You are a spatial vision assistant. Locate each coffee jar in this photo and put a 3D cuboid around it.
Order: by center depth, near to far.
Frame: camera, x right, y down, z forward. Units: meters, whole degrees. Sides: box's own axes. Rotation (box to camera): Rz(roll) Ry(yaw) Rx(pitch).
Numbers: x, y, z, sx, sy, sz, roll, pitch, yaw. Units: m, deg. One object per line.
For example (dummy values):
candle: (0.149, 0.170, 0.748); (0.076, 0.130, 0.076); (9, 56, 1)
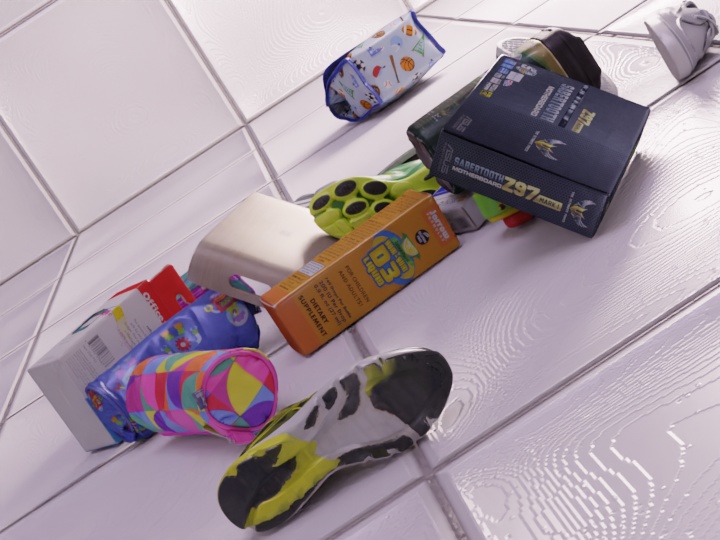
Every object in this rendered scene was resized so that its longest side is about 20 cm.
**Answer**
coffee jar: (0.149, -0.167, 1.385); (0.199, 0.086, 0.104); (-36, 12, 1)

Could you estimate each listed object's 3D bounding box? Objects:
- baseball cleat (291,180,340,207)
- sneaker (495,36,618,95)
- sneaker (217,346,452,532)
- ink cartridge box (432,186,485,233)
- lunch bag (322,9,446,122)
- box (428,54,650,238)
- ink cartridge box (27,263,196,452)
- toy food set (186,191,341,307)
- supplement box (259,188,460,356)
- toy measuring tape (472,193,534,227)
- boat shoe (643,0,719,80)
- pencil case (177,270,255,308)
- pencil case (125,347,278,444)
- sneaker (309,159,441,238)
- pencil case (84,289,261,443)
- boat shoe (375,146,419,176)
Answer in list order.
baseball cleat: (-0.054, -0.074, 1.720); (0.106, 0.070, 0.200); (-29, 15, 16)
sneaker: (0.224, -0.199, 1.538); (0.078, 0.080, 0.200); (-14, 32, -22)
sneaker: (-0.023, 0.112, 1.009); (0.199, 0.075, 0.085); (-32, 13, 6)
ink cartridge box: (0.144, -0.112, 1.450); (0.200, 0.037, 0.094); (-49, 19, -27)
lunch bag: (0.030, -0.352, 2.381); (0.170, 0.124, 0.200); (-37, 1, -19)
box: (0.168, -0.119, 1.228); (0.200, 0.157, 0.051); (-52, -18, -53)
ink cartridge box: (-0.259, 0.094, 1.508); (0.067, 0.117, 0.200); (-20, 18, 43)
toy food set: (-0.086, -0.015, 1.491); (0.143, 0.061, 0.200); (18, 30, 11)
supplement box: (0.000, 0.000, 1.358); (0.200, 0.067, 0.069); (-37, 14, -12)
toy measuring tape: (0.149, -0.085, 1.329); (0.073, 0.074, 0.200); (-29, 5, 15)
boat shoe: (0.354, -0.257, 1.463); (0.068, 0.072, 0.200); (-28, 6, 16)
pencil case: (-0.229, 0.058, 1.627); (0.200, 0.085, 0.092); (-38, -12, -16)
pencil case: (-0.152, 0.117, 1.266); (0.088, 0.089, 0.200); (-40, 15, -26)
sneaker: (0.039, -0.080, 1.514); (0.199, 0.075, 0.084); (-16, 0, -12)
pencil case: (-0.192, 0.099, 1.425); (0.200, 0.087, 0.078); (-38, -21, -23)
boat shoe: (0.091, -0.130, 1.606); (0.201, 0.061, 0.072); (-37, 2, -14)
